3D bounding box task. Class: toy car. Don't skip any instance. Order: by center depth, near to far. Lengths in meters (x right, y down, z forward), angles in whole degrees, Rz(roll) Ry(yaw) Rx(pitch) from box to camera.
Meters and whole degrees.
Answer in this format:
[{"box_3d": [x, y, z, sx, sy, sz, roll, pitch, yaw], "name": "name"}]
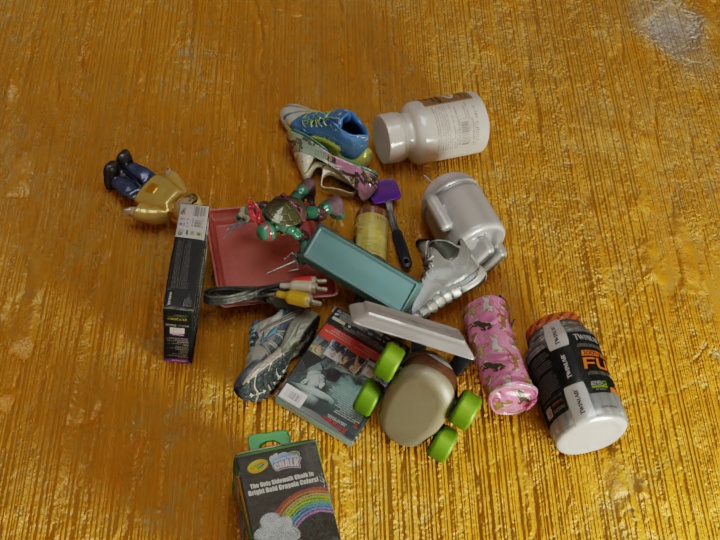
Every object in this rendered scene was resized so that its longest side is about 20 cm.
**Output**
[{"box_3d": [0.107, 0.161, 1.652, 0.163, 0.159, 0.201, 31, 37, 3], "name": "toy car"}]

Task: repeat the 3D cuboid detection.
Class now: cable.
[{"box_3d": [-0.149, 0.026, 1.705, 0.196, 0.051, 0.098, 7, 29, 2], "name": "cable"}]

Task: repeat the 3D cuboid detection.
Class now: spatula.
[{"box_3d": [0.059, -0.085, 1.889, 0.056, 0.021, 0.203, -14, 60, -4], "name": "spatula"}]

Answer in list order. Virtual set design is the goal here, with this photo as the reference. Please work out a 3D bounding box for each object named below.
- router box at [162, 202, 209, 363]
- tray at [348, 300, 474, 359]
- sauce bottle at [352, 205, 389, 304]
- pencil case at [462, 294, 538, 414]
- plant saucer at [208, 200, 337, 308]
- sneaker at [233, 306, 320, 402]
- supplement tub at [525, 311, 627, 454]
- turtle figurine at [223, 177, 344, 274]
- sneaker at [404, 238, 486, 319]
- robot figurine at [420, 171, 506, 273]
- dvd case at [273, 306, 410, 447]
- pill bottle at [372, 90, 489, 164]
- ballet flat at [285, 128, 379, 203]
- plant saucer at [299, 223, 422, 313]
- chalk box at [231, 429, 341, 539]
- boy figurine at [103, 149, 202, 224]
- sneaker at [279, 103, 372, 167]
[{"box_3d": [-0.273, 0.020, 1.675, 0.050, 0.150, 0.203, 6, 53, -6], "name": "router box"}, {"box_3d": [0.080, 0.087, 1.655, 0.197, 0.023, 0.107, 17, 12, -7], "name": "tray"}, {"box_3d": [0.014, -0.015, 1.804, 0.065, 0.067, 0.202, 8, 52, -4], "name": "sauce bottle"}, {"box_3d": [0.221, 0.134, 1.706, 0.085, 0.083, 0.202, -15, 46, 5], "name": "pencil case"}, {"box_3d": [-0.152, -0.022, 1.798, 0.196, 0.037, 0.202, -6, 56, -13], "name": "plant saucer"}, {"box_3d": [-0.147, 0.126, 1.678, 0.085, 0.078, 0.200, 26, 45, 17], "name": "sneaker"}, {"box_3d": [0.333, 0.174, 1.687, 0.120, 0.123, 0.202, -6, 56, -14], "name": "supplement tub"}, {"box_3d": [-0.122, -0.079, 1.765, 0.150, 0.101, 0.199, 46, 49, 9], "name": "turtle figurine"}, {"box_3d": [0.101, 0.013, 1.759, 0.198, 0.075, 0.117, -30, 91, -15], "name": "sneaker"}, {"box_3d": [0.175, -0.088, 1.854, 0.168, 0.113, 0.202, 18, 38, -50], "name": "robot figurine"}, {"box_3d": [-0.027, 0.164, 1.695, 0.144, 0.022, 0.201, 27, 53, 10], "name": "dvd case"}, {"box_3d": [0.127, -0.258, 1.969, 0.197, 0.115, 0.116, -13, 57, -18], "name": "pill bottle"}, {"box_3d": [-0.062, -0.183, 1.919, 0.198, 0.069, 0.072, 29, 76, 11], "name": "ballet flat"}, {"box_3d": [0.000, 0.000, 1.722, 0.198, 0.019, 0.071, 30, 81, 9], "name": "plant saucer"}, {"box_3d": [-0.111, 0.323, 1.503, 0.123, 0.125, 0.202, -7, 55, -14], "name": "chalk box"}, {"box_3d": [-0.346, -0.126, 1.812, 0.198, 0.065, 0.124, 30, 55, 24], "name": "boy figurine"}, {"box_3d": [-0.058, -0.270, 1.951, 0.198, 0.106, 0.076, 30, 54, 12], "name": "sneaker"}]
